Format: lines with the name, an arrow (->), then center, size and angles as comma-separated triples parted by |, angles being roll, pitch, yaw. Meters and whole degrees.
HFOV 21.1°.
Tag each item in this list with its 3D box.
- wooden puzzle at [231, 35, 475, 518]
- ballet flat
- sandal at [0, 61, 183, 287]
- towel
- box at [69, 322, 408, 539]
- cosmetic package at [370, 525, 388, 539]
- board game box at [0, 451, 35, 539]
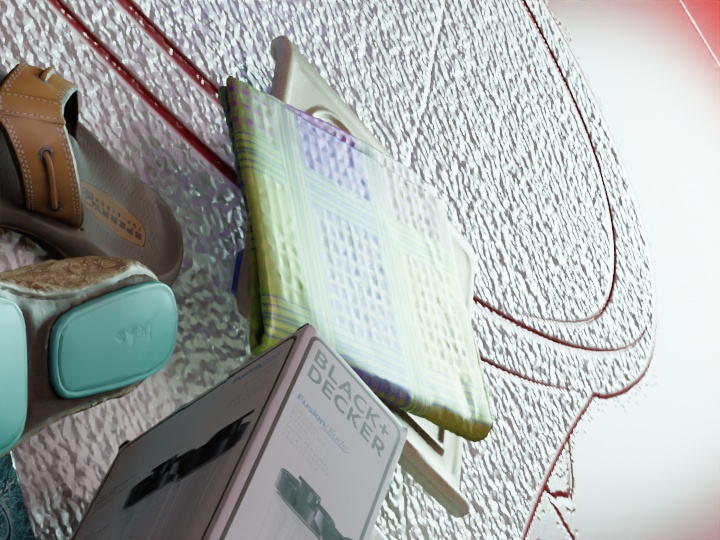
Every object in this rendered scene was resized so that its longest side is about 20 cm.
wooden puzzle -> -0.006, 0.006, 0.985 | 0.185, 0.046, 0.201 | 46, 32, -37
ballet flat -> -0.140, 0.032, 0.708 | 0.200, 0.065, 0.071 | -7, 100, -67
sandal -> -0.129, -0.045, 0.786 | 0.200, 0.054, 0.082 | 37, 42, -45
towel -> 0.000, 0.000, 0.922 | 0.199, 0.023, 0.145 | 25, 48, -54
box -> -0.063, 0.119, 0.667 | 0.060, 0.116, 0.201 | 46, 33, -16
cosmetic package -> 0.000, 0.191, 0.814 | 0.200, 0.104, 0.071 | 53, 32, -31
board game box -> -0.143, 0.163, 0.656 | 0.135, 0.028, 0.202 | -5, 76, -61
